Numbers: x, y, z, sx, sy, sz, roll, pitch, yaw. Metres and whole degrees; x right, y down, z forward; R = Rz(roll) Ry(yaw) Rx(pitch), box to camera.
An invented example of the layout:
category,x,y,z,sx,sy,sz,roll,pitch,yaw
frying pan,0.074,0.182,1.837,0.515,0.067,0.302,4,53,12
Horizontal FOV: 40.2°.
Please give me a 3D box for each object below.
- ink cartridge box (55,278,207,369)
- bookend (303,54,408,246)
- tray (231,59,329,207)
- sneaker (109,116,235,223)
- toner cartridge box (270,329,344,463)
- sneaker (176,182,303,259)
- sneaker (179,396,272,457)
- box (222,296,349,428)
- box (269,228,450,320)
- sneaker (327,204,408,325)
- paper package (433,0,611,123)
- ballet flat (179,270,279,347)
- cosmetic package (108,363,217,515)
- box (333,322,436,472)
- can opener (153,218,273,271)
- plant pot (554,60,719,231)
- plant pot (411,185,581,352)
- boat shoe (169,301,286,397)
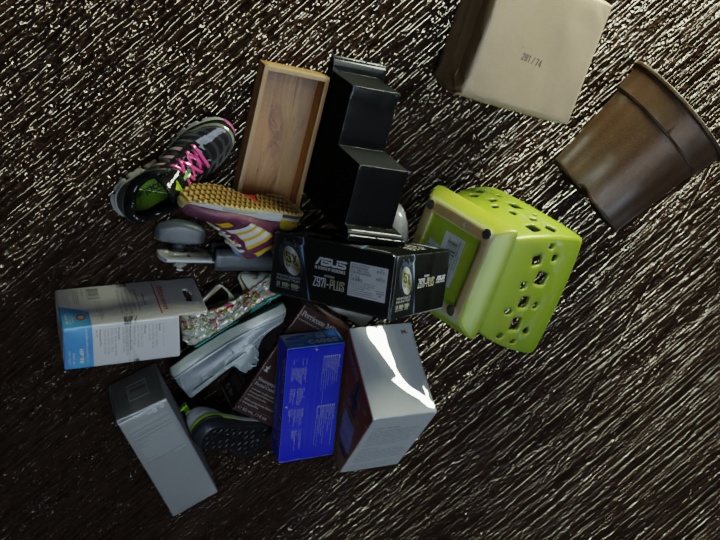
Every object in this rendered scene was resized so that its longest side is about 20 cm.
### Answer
category,x,y,z,sx,sy,sz,roll,pitch,yaw
ink cartridge box,-0.320,0.072,1.378,0.196,0.116,0.068,-5,117,-20
bookend,0.009,-0.168,1.352,0.090,0.199,0.204,5,112,-25
tray,-0.116,-0.186,1.388,0.097,0.037,0.203,6,111,-25
sneaker,-0.246,-0.128,1.328,0.198,0.088,0.074,-35,123,-4
toner cartridge box,-0.082,0.192,1.499,0.093,0.043,0.204,-5,117,-24
sneaker,-0.169,-0.059,1.346,0.197,0.075,0.091,7,115,-41
sneaker,-0.207,0.232,1.533,0.072,0.083,0.200,-46,150,6
box,-0.116,0.138,1.525,0.099,0.075,0.202,29,99,-32
box,0.000,0.000,1.365,0.163,0.197,0.088,-6,105,-59
sneaker,0.004,-0.015,1.501,0.098,0.078,0.203,18,104,-23
paper package,0.233,-0.332,1.426,0.197,0.104,0.194,10,110,-26
ballet flat,-0.182,0.041,1.453,0.198,0.076,0.065,-31,99,-12
cosmetic package,-0.297,0.256,1.485,0.089,0.107,0.203,-24,120,-10
box,0.021,0.197,1.518,0.104,0.155,0.201,-4,149,-20
can opener,-0.199,-0.031,1.417,0.196,0.053,0.068,5,112,-25
plant pot,0.422,-0.183,1.538,0.198,0.201,0.200,-42,123,10
plant pot,0.180,-0.009,1.478,0.180,0.198,0.203,7,111,-45
boat shoe,-0.188,0.121,1.477,0.199,0.070,0.072,-31,98,1
